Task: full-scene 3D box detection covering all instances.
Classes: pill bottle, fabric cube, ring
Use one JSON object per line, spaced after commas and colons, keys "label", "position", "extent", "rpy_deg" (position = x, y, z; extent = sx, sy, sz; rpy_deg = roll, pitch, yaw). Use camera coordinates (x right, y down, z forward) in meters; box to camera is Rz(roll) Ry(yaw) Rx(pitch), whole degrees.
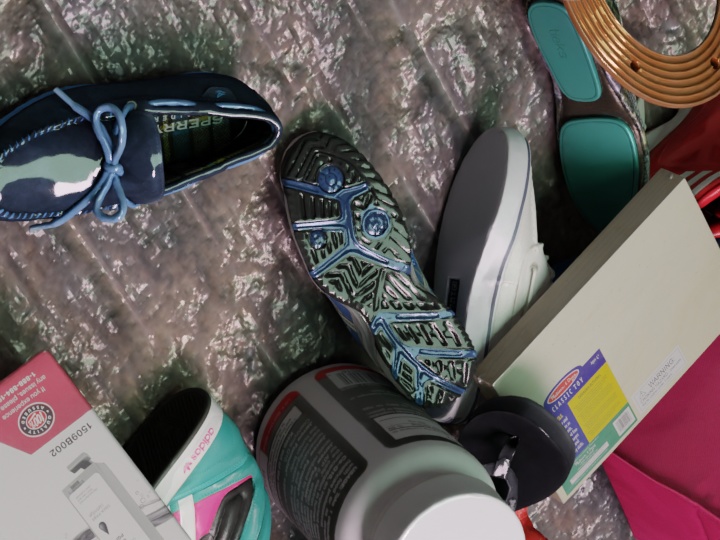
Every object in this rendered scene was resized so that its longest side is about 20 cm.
{"label": "pill bottle", "position": [0.019, 0.147, 1.688], "extent": [0.113, 0.200, 0.115], "rpy_deg": [-9, 114, -22]}
{"label": "fabric cube", "position": [0.311, 0.133, 1.901], "extent": [0.196, 0.199, 0.200], "rpy_deg": [-50, 152, -12]}
{"label": "ring", "position": [0.192, -0.206, 1.766], "extent": [0.199, 0.019, 0.202], "rpy_deg": [14, 69, -39]}

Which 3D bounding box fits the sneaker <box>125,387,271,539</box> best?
{"label": "sneaker", "position": [-0.128, 0.187, 1.680], "extent": [0.200, 0.083, 0.121], "rpy_deg": [-51, 122, -12]}

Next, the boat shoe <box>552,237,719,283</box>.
{"label": "boat shoe", "position": [0.194, 0.025, 1.875], "extent": [0.199, 0.084, 0.069], "rpy_deg": [-18, 122, -31]}

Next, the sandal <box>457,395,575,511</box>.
{"label": "sandal", "position": [0.079, 0.147, 1.764], "extent": [0.076, 0.200, 0.043], "rpy_deg": [35, 51, -7]}

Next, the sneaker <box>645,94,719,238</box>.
{"label": "sneaker", "position": [0.273, -0.090, 1.867], "extent": [0.200, 0.115, 0.078], "rpy_deg": [-49, 132, -11]}

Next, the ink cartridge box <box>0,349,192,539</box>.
{"label": "ink cartridge box", "position": [-0.184, 0.172, 1.551], "extent": [0.146, 0.083, 0.200], "rpy_deg": [-37, 88, -21]}

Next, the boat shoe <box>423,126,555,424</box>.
{"label": "boat shoe", "position": [0.095, 0.006, 1.772], "extent": [0.069, 0.071, 0.202], "rpy_deg": [9, 90, -30]}

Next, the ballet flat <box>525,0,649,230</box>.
{"label": "ballet flat", "position": [0.166, -0.122, 1.804], "extent": [0.072, 0.072, 0.201], "rpy_deg": [-35, 128, -23]}

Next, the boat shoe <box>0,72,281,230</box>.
{"label": "boat shoe", "position": [-0.136, -0.078, 1.556], "extent": [0.199, 0.068, 0.085], "rpy_deg": [-25, 122, -29]}

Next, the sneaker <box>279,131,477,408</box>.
{"label": "sneaker", "position": [0.000, 0.000, 1.715], "extent": [0.075, 0.077, 0.201], "rpy_deg": [-31, 108, -12]}

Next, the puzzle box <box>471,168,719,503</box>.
{"label": "puzzle box", "position": [0.170, 0.045, 1.786], "extent": [0.200, 0.025, 0.133], "rpy_deg": [-45, 132, -16]}

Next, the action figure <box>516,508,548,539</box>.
{"label": "action figure", "position": [0.088, 0.149, 1.860], "extent": [0.065, 0.099, 0.202], "rpy_deg": [-14, 94, -31]}
